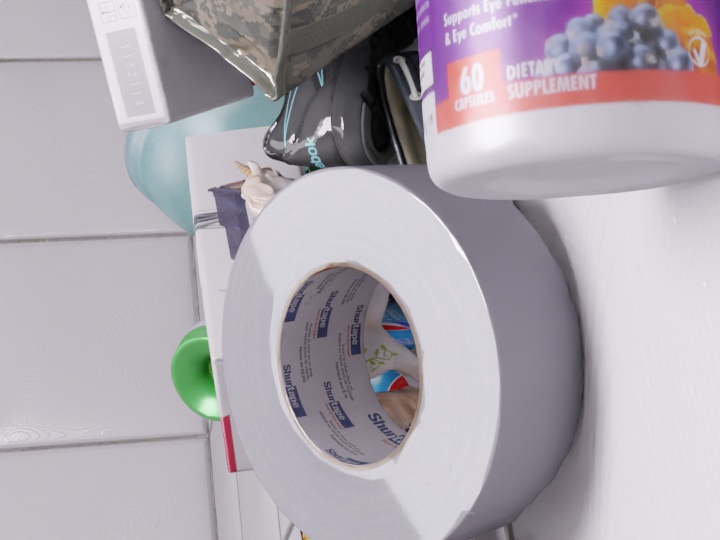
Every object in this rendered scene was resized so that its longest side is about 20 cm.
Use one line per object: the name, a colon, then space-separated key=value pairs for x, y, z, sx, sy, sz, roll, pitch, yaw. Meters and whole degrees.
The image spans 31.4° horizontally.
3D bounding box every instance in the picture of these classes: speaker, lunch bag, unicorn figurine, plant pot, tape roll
speaker: x=-0.078 y=0.052 z=1.086 sx=0.200 sy=0.088 sz=0.089 roll=-41 pitch=-42 yaw=-59
lunch bag: x=-0.014 y=-0.220 z=0.686 sx=0.118 sy=0.164 sz=0.200 roll=39 pitch=148 yaw=19
unicorn figurine: x=0.000 y=0.000 z=0.780 sx=0.074 sy=0.137 sz=0.200 roll=108 pitch=157 yaw=-63
plant pot: x=-0.076 y=-0.090 z=1.066 sx=0.134 sy=0.200 sz=0.200 roll=49 pitch=149 yaw=28
tape roll: x=0.015 y=0.045 z=0.662 sx=0.200 sy=0.066 sz=0.200 roll=7 pitch=100 yaw=44

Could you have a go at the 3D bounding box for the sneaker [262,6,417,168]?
sneaker: x=-0.011 y=-0.147 z=0.822 sx=0.075 sy=0.079 sz=0.200 roll=55 pitch=-142 yaw=-44

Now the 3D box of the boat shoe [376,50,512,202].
boat shoe: x=0.049 y=-0.039 z=0.724 sx=0.076 sy=0.060 sz=0.200 roll=105 pitch=159 yaw=-56

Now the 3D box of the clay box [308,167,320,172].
clay box: x=-0.010 y=-0.157 z=0.934 sx=0.115 sy=0.048 sz=0.200 roll=-19 pitch=-74 yaw=-78

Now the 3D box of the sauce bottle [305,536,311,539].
sauce bottle: x=-0.033 y=0.153 z=1.019 sx=0.066 sy=0.066 sz=0.200 roll=-118 pitch=9 yaw=-64

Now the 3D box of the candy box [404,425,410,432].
candy box: x=-0.019 y=0.197 z=0.752 sx=0.136 sy=0.061 sz=0.200 roll=-55 pitch=-7 yaw=34

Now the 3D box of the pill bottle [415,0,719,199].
pill bottle: x=0.073 y=-0.131 z=0.462 sx=0.111 sy=0.111 sz=0.200 roll=153 pitch=113 yaw=-77

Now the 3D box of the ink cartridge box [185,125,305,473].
ink cartridge box: x=-0.069 y=0.017 z=0.906 sx=0.145 sy=0.084 sz=0.200 roll=91 pitch=170 yaw=-51

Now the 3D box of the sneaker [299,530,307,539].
sneaker: x=-0.029 y=0.175 z=1.128 sx=0.077 sy=0.078 sz=0.200 roll=-140 pitch=49 yaw=-87

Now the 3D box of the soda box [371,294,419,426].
soda box: x=0.015 y=0.066 z=0.906 sx=0.200 sy=0.064 sz=0.068 roll=-142 pitch=51 yaw=-76

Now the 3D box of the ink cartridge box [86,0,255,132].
ink cartridge box: x=-0.108 y=-0.203 z=0.802 sx=0.176 sy=0.045 sz=0.200 roll=-33 pitch=-66 yaw=-57
